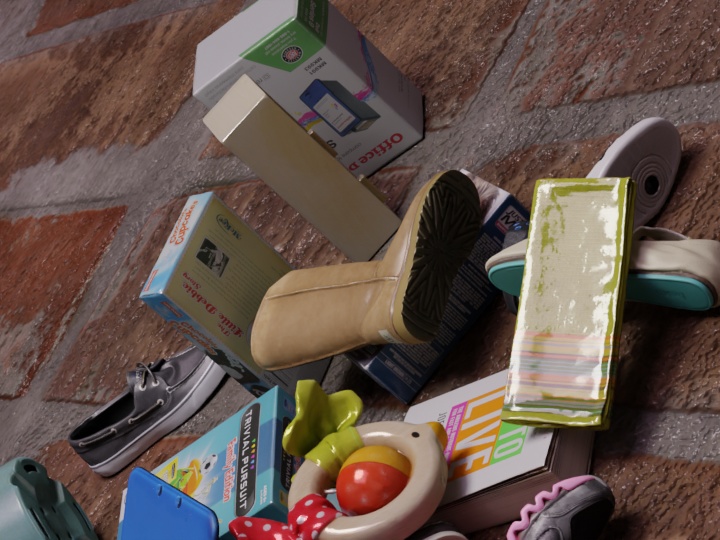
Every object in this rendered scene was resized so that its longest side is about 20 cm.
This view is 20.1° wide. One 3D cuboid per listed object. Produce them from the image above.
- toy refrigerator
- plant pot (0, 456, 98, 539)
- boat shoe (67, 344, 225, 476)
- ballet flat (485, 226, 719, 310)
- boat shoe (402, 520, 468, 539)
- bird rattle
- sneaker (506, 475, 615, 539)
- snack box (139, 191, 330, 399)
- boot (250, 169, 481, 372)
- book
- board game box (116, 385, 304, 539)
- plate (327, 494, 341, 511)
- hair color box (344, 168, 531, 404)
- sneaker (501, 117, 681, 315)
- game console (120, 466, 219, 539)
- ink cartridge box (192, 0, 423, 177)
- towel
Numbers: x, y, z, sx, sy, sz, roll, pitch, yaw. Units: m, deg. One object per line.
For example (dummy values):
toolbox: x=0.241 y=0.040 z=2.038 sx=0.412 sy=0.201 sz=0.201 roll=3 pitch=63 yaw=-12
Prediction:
toy refrigerator: x=-0.053 y=-0.098 z=1.970 sx=0.070 sy=0.200 sz=0.076 roll=-46 pitch=28 yaw=2
plant pot: x=-0.363 y=0.292 z=1.955 sx=0.196 sy=0.200 sz=0.201 roll=-36 pitch=30 yaw=8
boat shoe: x=-0.217 y=0.127 z=2.065 sx=0.200 sy=0.066 sz=0.070 roll=-39 pitch=30 yaw=18
ballet flat: x=0.198 y=-0.007 z=1.605 sx=0.199 sy=0.070 sz=0.070 roll=7 pitch=56 yaw=25
boat shoe: x=0.004 y=0.258 z=1.592 sx=0.201 sy=0.072 sz=0.061 roll=-43 pitch=33 yaw=15
bird rattle: x=-0.014 y=0.170 z=1.585 sx=0.162 sy=0.113 sz=0.200 roll=-11 pitch=27 yaw=24
sneaker: x=0.130 y=0.242 z=1.457 sx=0.095 sy=0.079 sz=0.200 roll=32 pitch=82 yaw=39
snack box: x=-0.104 y=0.034 z=1.879 sx=0.037 sy=0.200 sz=0.117 roll=-10 pitch=46 yaw=46
boot: x=0.000 y=0.000 z=1.791 sx=0.199 sy=0.066 sz=0.176 roll=-11 pitch=47 yaw=48
book: x=0.102 y=0.142 z=1.632 sx=0.199 sy=0.048 sz=0.134 roll=-26 pitch=35 yaw=41
board game box: x=-0.135 y=0.213 z=1.815 sx=0.200 sy=0.047 sz=0.151 roll=-35 pitch=30 yaw=24
plate: x=-0.091 y=0.251 z=1.782 sx=0.200 sy=0.026 sz=0.201 roll=-34 pitch=32 yaw=25
hair color box: x=0.066 y=0.012 z=1.816 sx=0.200 sy=0.060 sz=0.100 roll=-50 pitch=29 yaw=-4
sneaker: x=0.181 y=-0.049 z=1.715 sx=0.201 sy=0.073 sz=0.112 roll=-57 pitch=31 yaw=-12
game console: x=-0.123 y=0.268 z=1.639 sx=0.119 sy=0.171 sz=0.200 roll=-54 pitch=24 yaw=-9
ink cartridge box: x=-0.051 y=-0.180 z=2.069 sx=0.145 sy=0.200 sz=0.088 roll=-32 pitch=36 yaw=26
towel: x=0.160 y=0.023 z=1.558 sx=0.085 sy=0.018 sz=0.201 roll=1 pitch=71 yaw=24
